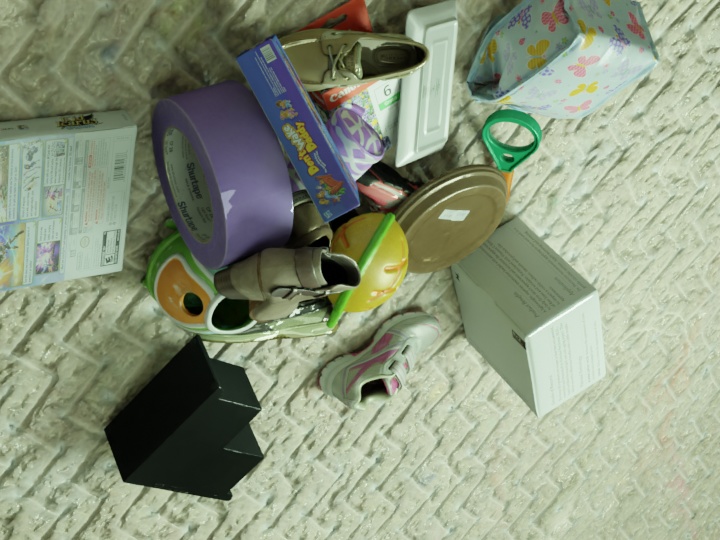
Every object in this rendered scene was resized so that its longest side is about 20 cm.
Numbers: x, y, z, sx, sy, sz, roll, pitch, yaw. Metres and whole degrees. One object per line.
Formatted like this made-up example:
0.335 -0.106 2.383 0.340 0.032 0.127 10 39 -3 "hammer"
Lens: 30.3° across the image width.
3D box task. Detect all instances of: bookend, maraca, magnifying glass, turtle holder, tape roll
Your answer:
-0.198 0.202 1.778 0.200 0.092 0.198 -45 141 21 "bookend"
0.000 0.000 1.707 0.137 0.107 0.200 -56 177 -30 "maraca"
0.202 -0.155 1.829 0.200 0.079 0.022 92 13 -58 "magnifying glass"
-0.169 0.020 1.649 0.141 0.132 0.185 -51 138 9 "turtle holder"
-0.158 -0.108 1.501 0.085 0.200 0.201 -19 133 -24 "tape roll"

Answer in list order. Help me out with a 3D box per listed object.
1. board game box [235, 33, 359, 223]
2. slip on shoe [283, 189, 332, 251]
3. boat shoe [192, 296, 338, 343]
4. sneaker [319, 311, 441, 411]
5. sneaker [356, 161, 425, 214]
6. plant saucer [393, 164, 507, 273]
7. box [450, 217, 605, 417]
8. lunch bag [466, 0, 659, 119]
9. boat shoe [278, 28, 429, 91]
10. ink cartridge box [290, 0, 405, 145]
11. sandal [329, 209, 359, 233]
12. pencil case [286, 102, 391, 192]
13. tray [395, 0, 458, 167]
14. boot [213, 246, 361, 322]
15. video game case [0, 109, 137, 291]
-0.068 -0.160 1.470 0.045 0.134 0.200 -28 101 4 "board game box"
-0.063 -0.035 1.584 0.076 0.061 0.200 -28 165 -11 "slip on shoe"
-0.127 0.058 1.770 0.200 0.072 0.066 -4 97 -20 "boat shoe"
0.043 0.141 1.946 0.200 0.088 0.081 -36 138 -8 "sneaker"
0.045 -0.081 1.775 0.200 0.074 0.087 22 110 -46 "sneaker"
0.117 -0.062 1.791 0.200 0.030 0.200 -23 148 -15 "plant saucer"
0.248 0.069 1.961 0.130 0.199 0.200 -30 137 -13 "box"
0.253 -0.279 1.732 0.169 0.128 0.200 7 147 -39 "lunch bag"
-0.018 -0.247 1.551 0.199 0.065 0.072 -5 98 -16 "boat shoe"
-0.005 -0.227 1.631 0.109 0.050 0.200 -32 138 -11 "ink cartridge box"
-0.029 -0.057 1.760 0.082 0.055 0.200 -43 153 10 "sandal"
-0.062 -0.117 1.610 0.200 0.086 0.084 -38 138 22 "pencil case"
0.088 -0.233 1.668 0.107 0.022 0.201 -25 127 -47 "tray"
-0.068 0.014 1.522 0.146 0.071 0.200 -9 171 24 "boot"
-0.350 -0.077 1.493 0.181 0.045 0.201 -11 130 -32 "video game case"
